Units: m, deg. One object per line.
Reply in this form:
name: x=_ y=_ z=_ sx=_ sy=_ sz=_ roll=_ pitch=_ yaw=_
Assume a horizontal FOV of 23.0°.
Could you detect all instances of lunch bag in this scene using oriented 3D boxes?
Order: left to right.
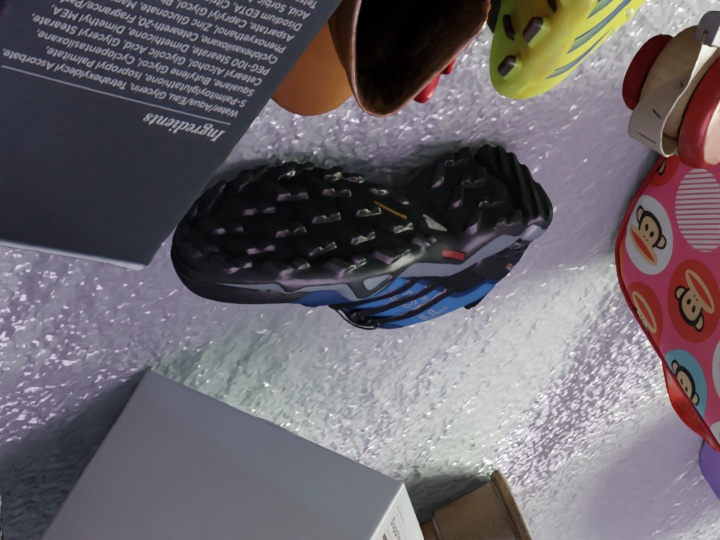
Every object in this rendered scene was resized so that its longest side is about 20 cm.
lunch bag: x=0.211 y=0.024 z=0.906 sx=0.081 sy=0.201 sz=0.177 roll=-7 pitch=142 yaw=-28

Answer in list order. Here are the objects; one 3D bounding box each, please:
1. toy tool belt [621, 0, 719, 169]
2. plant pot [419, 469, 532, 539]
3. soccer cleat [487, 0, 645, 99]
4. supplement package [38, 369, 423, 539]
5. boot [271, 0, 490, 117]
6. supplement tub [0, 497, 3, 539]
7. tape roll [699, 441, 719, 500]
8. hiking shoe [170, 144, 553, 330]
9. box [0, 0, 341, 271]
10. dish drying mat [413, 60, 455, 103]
toy tool belt: x=0.115 y=-0.152 z=0.646 sx=0.124 sy=0.122 sz=0.201 roll=-11 pitch=126 yaw=-55
plant pot: x=0.031 y=0.251 z=1.074 sx=0.197 sy=0.201 sz=0.201 roll=-22 pitch=146 yaw=-1
soccer cleat: x=0.125 y=-0.145 z=0.739 sx=0.083 sy=0.065 sz=0.201 roll=18 pitch=122 yaw=-28
supplement package: x=-0.076 y=0.189 z=0.863 sx=0.201 sy=0.151 sz=0.151 roll=-58 pitch=154 yaw=-24
boot: x=0.006 y=-0.100 z=0.620 sx=0.076 sy=0.156 sz=0.201 roll=10 pitch=131 yaw=-19
supplement tub: x=-0.208 y=0.101 z=0.766 sx=0.106 sy=0.107 sz=0.201 roll=-16 pitch=144 yaw=-21
tape roll: x=0.342 y=0.119 z=1.230 sx=0.199 sy=0.085 sz=0.201 roll=-21 pitch=145 yaw=-15
hiking shoe: x=0.000 y=0.000 z=0.824 sx=0.199 sy=0.075 sz=0.087 roll=-6 pitch=138 yaw=-32
box: x=-0.080 y=-0.127 z=0.538 sx=0.107 sy=0.149 sz=0.200 roll=10 pitch=128 yaw=-44
dish drying mat: x=0.049 y=-0.160 z=0.669 sx=0.018 sy=0.077 sz=0.201 roll=14 pitch=136 yaw=2
